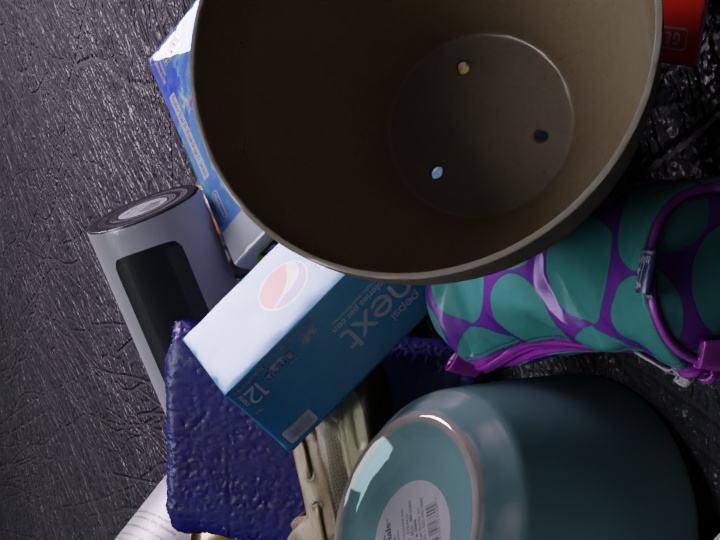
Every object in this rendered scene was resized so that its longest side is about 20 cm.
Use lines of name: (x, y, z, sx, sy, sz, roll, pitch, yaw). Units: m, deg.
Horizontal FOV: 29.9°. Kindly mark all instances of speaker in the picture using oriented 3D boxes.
speaker: (-0.109, 0.049, 0.910, 0.081, 0.081, 0.201, 12, 125, 62)

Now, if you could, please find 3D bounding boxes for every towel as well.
towel: (-0.023, 0.105, 0.850, 0.050, 0.199, 0.148, -50, -36, -74)

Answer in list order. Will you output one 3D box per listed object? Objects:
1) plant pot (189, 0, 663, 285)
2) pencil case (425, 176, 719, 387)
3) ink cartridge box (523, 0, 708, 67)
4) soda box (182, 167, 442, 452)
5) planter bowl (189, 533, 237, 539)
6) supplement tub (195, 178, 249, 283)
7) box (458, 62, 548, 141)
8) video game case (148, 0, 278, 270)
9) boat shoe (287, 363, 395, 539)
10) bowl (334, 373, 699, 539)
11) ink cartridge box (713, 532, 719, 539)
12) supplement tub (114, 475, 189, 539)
plant pot: (0.041, -0.082, 0.609, 0.134, 0.200, 0.201, 33, -141, -69)
pencil case: (0.111, 0.008, 0.650, 0.200, 0.085, 0.093, -7, 68, 64)
ink cartridge box: (0.091, -0.196, 0.638, 0.200, 0.043, 0.174, 24, 108, 54)
soda box: (0.000, 0.000, 0.756, 0.064, 0.200, 0.068, 47, 177, -38)
planter bowl: (-0.019, 0.214, 0.921, 0.083, 0.200, 0.201, -32, 64, 22)
supplement tub: (-0.080, -0.001, 1.004, 0.107, 0.107, 0.201, 9, 106, 62)
box: (0.054, -0.145, 0.769, 0.200, 0.039, 0.042, 58, 142, 39)
video game case: (-0.048, -0.130, 0.889, 0.181, 0.045, 0.200, -44, 54, 26)
boat shoe: (-0.007, 0.154, 0.801, 0.071, 0.064, 0.201, -14, -83, -73)
bowl: (0.061, 0.138, 0.687, 0.201, 0.105, 0.201, -30, 50, 44)
ink cartridge box: (0.217, 0.177, 0.530, 0.200, 0.050, 0.109, 62, 147, 32)
supplement tub: (-0.143, 0.251, 1.066, 0.132, 0.200, 0.132, 31, 154, 17)
